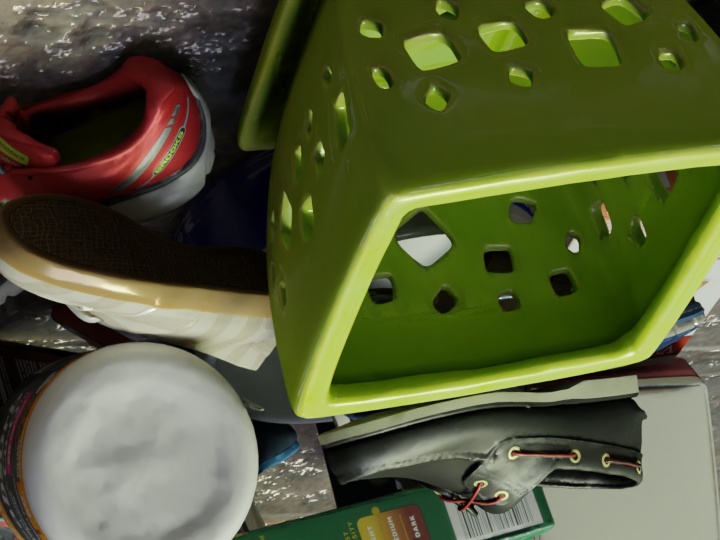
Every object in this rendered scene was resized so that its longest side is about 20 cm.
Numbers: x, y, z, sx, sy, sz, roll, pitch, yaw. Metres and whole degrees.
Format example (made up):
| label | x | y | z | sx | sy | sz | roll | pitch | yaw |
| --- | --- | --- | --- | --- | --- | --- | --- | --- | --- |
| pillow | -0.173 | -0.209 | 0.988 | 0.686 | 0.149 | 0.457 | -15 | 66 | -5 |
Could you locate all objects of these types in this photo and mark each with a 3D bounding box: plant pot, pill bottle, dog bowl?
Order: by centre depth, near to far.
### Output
| label | x | y | z | sx | sy | sz | roll | pitch | yaw |
| --- | --- | --- | --- | --- | --- | --- | --- | --- | --- |
| plant pot | 0.053 | -0.066 | 1.278 | 0.199 | 0.182 | 0.199 | -7 | 150 | -20 |
| pill bottle | -0.126 | 0.097 | 1.368 | 0.116 | 0.117 | 0.200 | -10 | 178 | -16 |
| dog bowl | 0.000 | 0.000 | 1.472 | 0.199 | 0.079 | 0.200 | -15 | 152 | -8 |

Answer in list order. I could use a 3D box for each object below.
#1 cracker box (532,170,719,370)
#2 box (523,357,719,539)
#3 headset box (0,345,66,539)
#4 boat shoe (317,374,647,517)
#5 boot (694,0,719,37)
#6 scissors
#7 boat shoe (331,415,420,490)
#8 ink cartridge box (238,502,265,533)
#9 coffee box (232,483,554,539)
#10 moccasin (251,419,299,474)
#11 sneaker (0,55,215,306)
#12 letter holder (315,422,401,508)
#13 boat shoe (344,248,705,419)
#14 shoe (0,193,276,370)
| label | x | y | z | sx | sy | sz | roll | pitch | yaw |
| --- | --- | --- | --- | --- | --- | --- | --- | --- | --- |
| cracker box | 0.152 | -0.012 | 1.568 | 0.133 | 0.058 | 0.200 | -6 | 150 | -23 |
| box | 0.156 | 0.125 | 1.641 | 0.108 | 0.129 | 0.200 | -5 | -178 | 3 |
| headset box | -0.220 | 0.113 | 1.541 | 0.199 | 0.075 | 0.148 | 12 | 139 | -44 |
| boat shoe | 0.067 | 0.091 | 1.366 | 0.200 | 0.064 | 0.073 | -3 | 173 | -39 |
| boot | 0.235 | -0.097 | 1.452 | 0.198 | 0.074 | 0.162 | -35 | 146 | 17 |
| scissors | -0.094 | 0.056 | 1.442 | 0.073 | 0.199 | 0.014 | 40 | 76 | -43 |
| boat shoe | 0.032 | 0.084 | 1.482 | 0.059 | 0.072 | 0.200 | -21 | 157 | 11 |
| ink cartridge box | -0.068 | 0.228 | 1.706 | 0.075 | 0.166 | 0.200 | -25 | 164 | -3 |
| coffee box | -0.010 | 0.151 | 1.429 | 0.199 | 0.044 | 0.123 | -13 | 168 | -29 |
| moccasin | -0.077 | 0.086 | 1.566 | 0.080 | 0.069 | 0.200 | -21 | 180 | 0 |
| sneaker | -0.169 | -0.046 | 1.307 | 0.199 | 0.077 | 0.085 | -30 | 147 | -2 |
| letter holder | 0.050 | 0.160 | 1.653 | 0.100 | 0.201 | 0.142 | -18 | 153 | 6 |
| boat shoe | 0.080 | 0.020 | 1.385 | 0.199 | 0.073 | 0.072 | -10 | 168 | -17 |
| shoe | -0.103 | 0.012 | 1.298 | 0.199 | 0.070 | 0.054 | 13 | 117 | -46 |
